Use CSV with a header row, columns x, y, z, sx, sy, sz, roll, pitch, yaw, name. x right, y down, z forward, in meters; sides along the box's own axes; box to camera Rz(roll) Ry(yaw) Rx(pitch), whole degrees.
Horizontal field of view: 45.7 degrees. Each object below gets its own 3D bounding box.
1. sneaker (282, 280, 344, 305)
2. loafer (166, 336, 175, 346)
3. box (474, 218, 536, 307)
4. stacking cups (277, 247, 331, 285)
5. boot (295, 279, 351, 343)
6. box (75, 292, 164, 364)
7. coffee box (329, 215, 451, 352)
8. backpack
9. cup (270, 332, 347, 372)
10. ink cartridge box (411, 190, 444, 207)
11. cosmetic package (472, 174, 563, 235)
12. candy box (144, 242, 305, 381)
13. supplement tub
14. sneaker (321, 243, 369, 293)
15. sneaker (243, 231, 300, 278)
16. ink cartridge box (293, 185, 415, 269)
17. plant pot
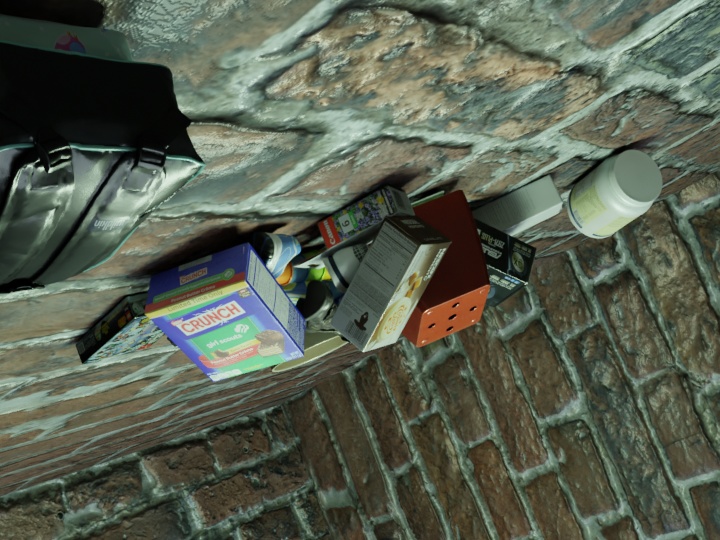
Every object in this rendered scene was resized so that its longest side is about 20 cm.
x,y,z,sx,sy,sz,roll,pitch,yaw,name
-0.101,0.046,1.596,0.197,0.107,0.075,-29,168,21,sneaker
-0.239,0.085,1.484,0.198,0.073,0.073,-30,-179,-18,loafer
0.234,-0.022,1.759,0.197,0.088,0.164,25,155,-9,box
-0.115,-0.002,1.463,0.060,0.062,0.198,-31,167,36,stacking cups
-0.024,0.083,1.516,0.170,0.071,0.200,15,161,-14,boot
-0.362,0.088,1.400,0.135,0.041,0.199,-14,165,-47,box
0.048,0.019,1.362,0.114,0.079,0.203,-8,131,-60,coffee box
-0.232,-0.073,0.602,0.174,0.155,0.200,-9,152,-46,backpack
-0.112,0.096,1.710,0.197,0.146,0.201,-24,169,-5,cup
0.074,-0.076,1.562,0.143,0.048,0.202,-22,149,-14,ink cartridge box
0.326,-0.122,1.826,0.197,0.075,0.102,-27,169,2,cosmetic package
-0.195,0.068,1.276,0.166,0.078,0.201,-17,137,15,candy box
0.569,-0.171,1.921,0.142,0.148,0.200,-19,168,-21,supplement tub
0.000,0.000,1.436,0.080,0.077,0.200,-34,170,6,sneaker
-0.164,0.004,1.335,0.076,0.077,0.199,-8,162,-41,sneaker
-0.015,-0.067,1.398,0.197,0.051,0.109,-27,170,17,ink cartridge box
0.124,0.013,1.518,0.196,0.178,0.201,-20,152,-14,plant pot
